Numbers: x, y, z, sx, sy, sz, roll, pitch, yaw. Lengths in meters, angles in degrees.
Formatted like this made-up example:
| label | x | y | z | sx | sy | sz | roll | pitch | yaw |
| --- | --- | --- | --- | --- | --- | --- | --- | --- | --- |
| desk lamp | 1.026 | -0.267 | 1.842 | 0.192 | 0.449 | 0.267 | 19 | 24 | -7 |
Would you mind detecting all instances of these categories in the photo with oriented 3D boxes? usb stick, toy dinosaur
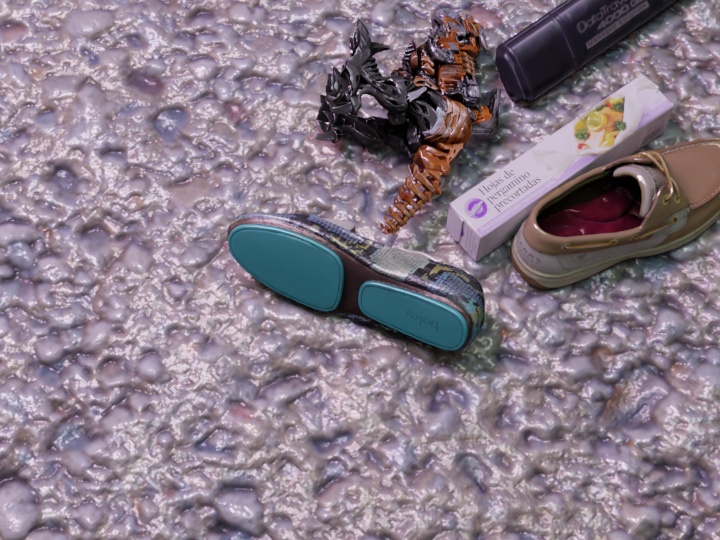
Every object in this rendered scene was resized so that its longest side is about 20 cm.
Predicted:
| label | x | y | z | sx | sy | sz | roll | pitch | yaw |
| --- | --- | --- | --- | --- | --- | --- | --- | --- | --- |
| usb stick | 0.191 | -0.204 | 1.256 | 0.199 | 0.033 | 0.056 | -35 | 112 | -18 |
| toy dinosaur | 0.043 | -0.124 | 1.188 | 0.135 | 0.103 | 0.201 | 20 | 40 | -10 |

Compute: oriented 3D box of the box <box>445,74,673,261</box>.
| label | x | y | z | sx | sy | sz | roll | pitch | yaw |
| --- | --- | --- | --- | --- | --- | --- | --- | --- | --- |
| box | 0.154 | -0.080 | 1.193 | 0.199 | 0.042 | 0.039 | -34 | 67 | -17 |

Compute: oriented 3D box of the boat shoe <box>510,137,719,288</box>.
| label | x | y | z | sx | sy | sz | roll | pitch | yaw |
| --- | --- | --- | --- | --- | --- | --- | --- | --- | --- |
| boat shoe | 0.206 | -0.051 | 1.164 | 0.199 | 0.067 | 0.074 | -28 | 66 | -15 |

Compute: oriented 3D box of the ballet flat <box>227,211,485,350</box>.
| label | x | y | z | sx | sy | sz | roll | pitch | yaw |
| --- | --- | --- | --- | --- | --- | --- | --- | --- | --- |
| ballet flat | 0.000 | 0.000 | 1.140 | 0.199 | 0.074 | 0.075 | 25 | 64 | 9 |
